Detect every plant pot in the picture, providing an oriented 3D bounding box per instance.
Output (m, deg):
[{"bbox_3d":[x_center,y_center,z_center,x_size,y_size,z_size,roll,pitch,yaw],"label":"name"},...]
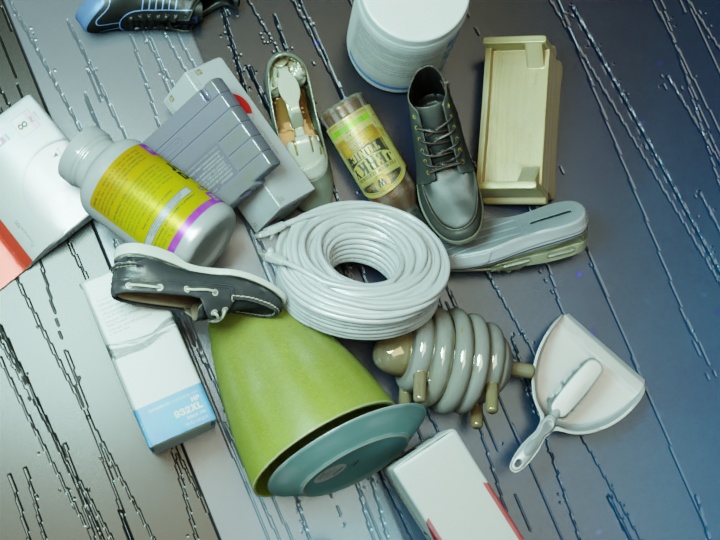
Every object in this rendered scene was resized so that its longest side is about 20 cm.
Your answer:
[{"bbox_3d":[-0.087,0.123,1.673,0.187,0.187,0.200,-29,68,-9],"label":"plant pot"}]

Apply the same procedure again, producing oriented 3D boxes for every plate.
[{"bbox_3d":[-0.010,0.211,1.641,0.199,0.200,0.026,-25,69,-8],"label":"plate"}]

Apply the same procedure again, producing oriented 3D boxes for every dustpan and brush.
[{"bbox_3d":[0.238,0.163,1.740,0.139,0.057,0.200,41,80,2],"label":"dustpan and brush"}]

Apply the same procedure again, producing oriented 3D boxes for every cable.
[{"bbox_3d":[0.000,0.000,1.672,0.200,0.069,0.200,-27,53,-36],"label":"cable"}]

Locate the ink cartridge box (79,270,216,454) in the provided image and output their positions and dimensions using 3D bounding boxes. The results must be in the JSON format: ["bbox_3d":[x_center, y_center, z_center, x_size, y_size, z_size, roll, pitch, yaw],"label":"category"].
[{"bbox_3d":[-0.239,0.099,1.666,0.083,0.145,0.201,-23,84,-8],"label":"ink cartridge box"}]

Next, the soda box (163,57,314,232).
[{"bbox_3d":[-0.146,-0.151,1.744,0.064,0.068,0.200,-32,84,-41],"label":"soda box"}]

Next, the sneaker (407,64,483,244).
[{"bbox_3d":[0.091,-0.134,1.706,0.074,0.106,0.201,-16,66,5],"label":"sneaker"}]

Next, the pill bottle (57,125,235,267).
[{"bbox_3d":[-0.247,-0.081,1.666,0.200,0.104,0.104,36,80,12],"label":"pill bottle"}]

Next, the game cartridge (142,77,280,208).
[{"bbox_3d":[-0.198,-0.114,1.712,0.200,0.038,0.130,-37,89,26],"label":"game cartridge"}]

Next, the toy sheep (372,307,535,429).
[{"bbox_3d":[0.109,0.109,1.706,0.199,0.138,0.139,12,80,-18],"label":"toy sheep"}]

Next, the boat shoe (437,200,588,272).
[{"bbox_3d":[0.181,-0.026,1.764,0.199,0.072,0.062,-13,126,4],"label":"boat shoe"}]

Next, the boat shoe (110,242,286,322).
[{"bbox_3d":[-0.176,0.026,1.591,0.199,0.074,0.061,18,61,-24],"label":"boat shoe"}]

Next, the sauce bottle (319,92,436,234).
[{"bbox_3d":[0.026,-0.117,1.764,0.065,0.065,0.201,-32,90,-9],"label":"sauce bottle"}]

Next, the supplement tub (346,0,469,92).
[{"bbox_3d":[0.054,-0.298,1.727,0.131,0.200,0.133,1,81,-5],"label":"supplement tub"}]

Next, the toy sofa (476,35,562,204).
[{"bbox_3d":[0.193,-0.181,1.790,0.082,0.098,0.201,1,80,20],"label":"toy sofa"}]

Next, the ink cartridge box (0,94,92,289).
[{"bbox_3d":[-0.419,-0.085,1.731,0.200,0.057,0.163,-39,86,-14],"label":"ink cartridge box"}]

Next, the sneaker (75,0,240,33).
[{"bbox_3d":[-0.242,-0.322,1.772,0.199,0.070,0.078,-25,77,-9],"label":"sneaker"}]

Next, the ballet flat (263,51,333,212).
[{"bbox_3d":[-0.078,-0.168,1.765,0.067,0.064,0.201,-13,83,-7],"label":"ballet flat"}]

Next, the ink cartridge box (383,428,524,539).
[{"bbox_3d":[0.101,0.262,1.643,0.083,0.200,0.146,-32,84,-6],"label":"ink cartridge box"}]
